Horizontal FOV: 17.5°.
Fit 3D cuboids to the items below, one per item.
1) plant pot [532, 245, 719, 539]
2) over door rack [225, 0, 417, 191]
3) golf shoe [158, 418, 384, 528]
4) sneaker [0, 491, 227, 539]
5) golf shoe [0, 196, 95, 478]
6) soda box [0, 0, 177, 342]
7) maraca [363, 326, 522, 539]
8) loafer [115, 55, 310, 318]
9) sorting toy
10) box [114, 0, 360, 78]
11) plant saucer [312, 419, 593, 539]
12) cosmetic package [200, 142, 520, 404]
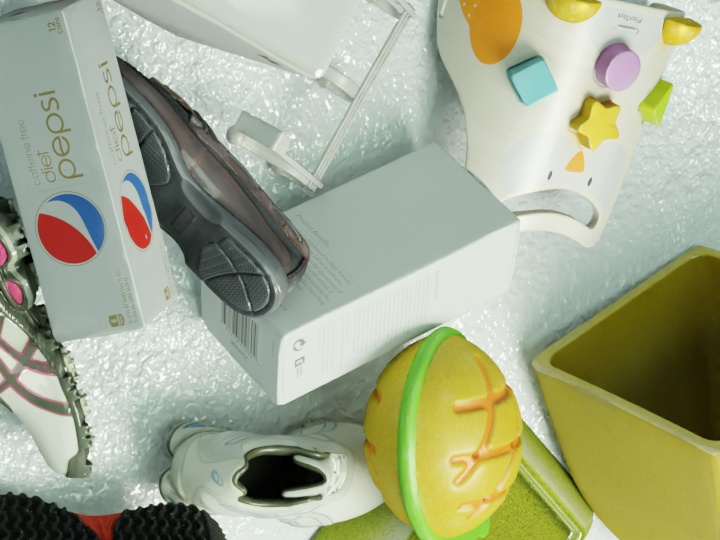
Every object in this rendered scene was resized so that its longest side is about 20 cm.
[{"bbox_3d":[0.273,0.134,1.762,0.194,0.195,0.201,-32,127,-29],"label":"plant pot"},{"bbox_3d":[-0.029,-0.138,1.491,0.148,0.066,0.200,-62,172,-3],"label":"over door rack"},{"bbox_3d":[-0.037,0.145,1.601,0.199,0.097,0.079,1,93,-37],"label":"golf shoe"},{"bbox_3d":[-0.190,0.202,1.531,0.199,0.071,0.094,3,130,-23],"label":"sneaker"},{"bbox_3d":[-0.227,0.049,1.468,0.088,0.077,0.201,-22,114,-8],"label":"golf shoe"},{"bbox_3d":[-0.173,-0.063,1.425,0.068,0.063,0.201,-48,126,-69],"label":"soda box"},{"bbox_3d":[0.061,0.130,1.609,0.137,0.106,0.201,-59,146,-40],"label":"maraca"},{"bbox_3d":[-0.109,-0.061,1.488,0.200,0.072,0.063,51,44,-5],"label":"loafer"},{"bbox_3d":[0.146,-0.109,1.649,0.199,0.107,0.181,6,103,-36],"label":"sorting toy"},{"bbox_3d":[-0.103,-0.239,1.368,0.199,0.199,0.172,26,89,-32],"label":"box"},{"bbox_3d":[0.080,0.202,1.736,0.200,0.048,0.200,-50,126,-12],"label":"plant saucer"},{"bbox_3d":[0.000,0.000,1.574,0.199,0.102,0.074,-24,141,-27],"label":"cosmetic package"}]
